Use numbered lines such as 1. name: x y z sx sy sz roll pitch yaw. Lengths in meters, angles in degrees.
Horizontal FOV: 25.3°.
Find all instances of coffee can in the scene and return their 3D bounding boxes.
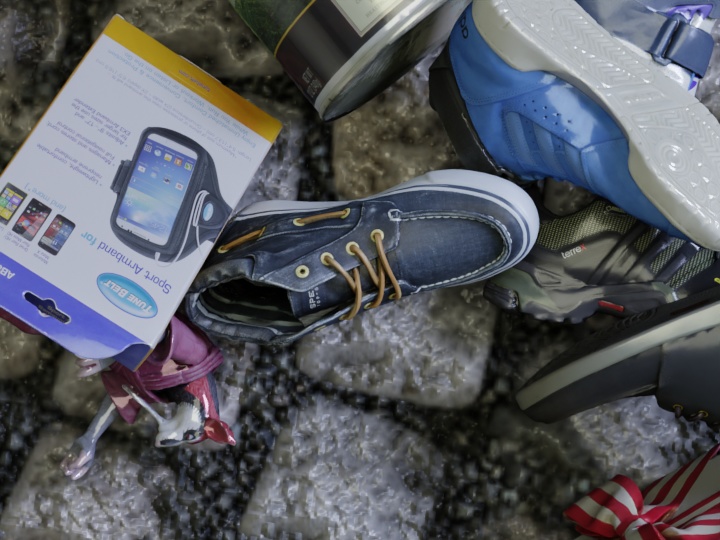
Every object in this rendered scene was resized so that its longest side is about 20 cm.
1. coffee can: -0.028 -0.208 0.925 0.146 0.146 0.200 -39 87 1

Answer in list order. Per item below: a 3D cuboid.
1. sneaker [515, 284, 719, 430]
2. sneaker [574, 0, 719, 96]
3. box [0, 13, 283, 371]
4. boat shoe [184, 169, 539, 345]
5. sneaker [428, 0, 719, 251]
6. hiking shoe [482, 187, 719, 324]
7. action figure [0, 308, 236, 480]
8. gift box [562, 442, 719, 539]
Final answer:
1. sneaker: 0.190 0.070 0.874 0.200 0.075 0.106 -22 93 17
2. sneaker: 0.207 -0.156 0.952 0.199 0.081 0.147 -4 96 -1
3. box: -0.137 -0.038 0.896 0.119 0.041 0.200 33 56 -8
4. boat shoe: 0.000 0.000 0.916 0.200 0.091 0.071 -7 119 23
5. sneaker: 0.124 -0.069 0.914 0.200 0.111 0.077 42 50 1
6. hiking shoe: 0.174 -0.015 0.944 0.199 0.076 0.101 4 92 4
7. action figure: -0.142 0.030 0.962 0.200 0.134 0.149 44 54 -4
8. gift box: 0.202 0.201 0.890 0.200 0.185 0.187 -32 96 -2
